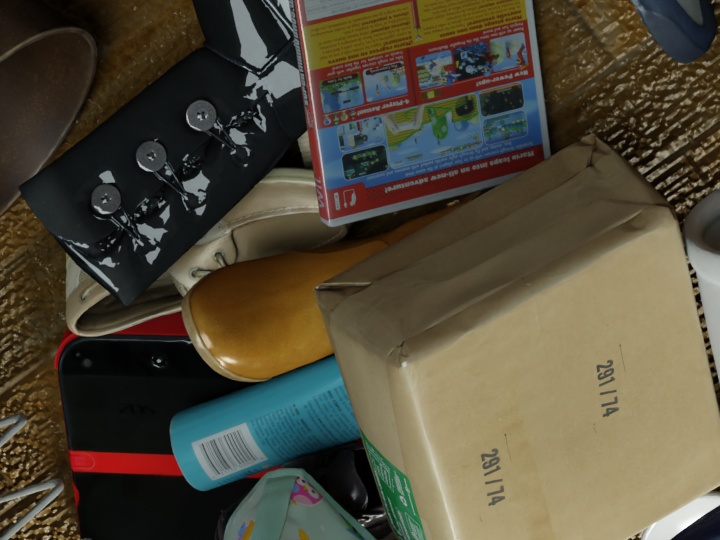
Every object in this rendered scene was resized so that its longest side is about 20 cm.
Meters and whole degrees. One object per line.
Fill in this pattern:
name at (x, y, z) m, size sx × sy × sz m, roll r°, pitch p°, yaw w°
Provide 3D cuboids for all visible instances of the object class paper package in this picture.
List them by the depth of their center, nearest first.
paper package at (0.093, 0.061, 1.596) m, size 0.190 × 0.103 × 0.201 m, roll -28°, pitch 128°, yaw -14°

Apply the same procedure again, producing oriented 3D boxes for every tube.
tube at (-0.017, 0.079, 1.705) m, size 0.199 × 0.051 × 0.077 m, roll -20°, pitch 141°, yaw 21°

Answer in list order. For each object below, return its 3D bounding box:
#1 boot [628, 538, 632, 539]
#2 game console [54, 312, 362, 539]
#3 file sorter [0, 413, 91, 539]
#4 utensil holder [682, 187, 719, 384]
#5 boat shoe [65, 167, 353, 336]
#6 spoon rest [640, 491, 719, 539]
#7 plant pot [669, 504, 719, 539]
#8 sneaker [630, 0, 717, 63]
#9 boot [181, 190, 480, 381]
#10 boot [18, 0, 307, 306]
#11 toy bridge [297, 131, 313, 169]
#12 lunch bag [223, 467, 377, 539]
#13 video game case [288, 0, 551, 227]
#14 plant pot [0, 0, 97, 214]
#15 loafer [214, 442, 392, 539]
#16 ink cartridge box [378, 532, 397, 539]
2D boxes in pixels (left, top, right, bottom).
boot at (0.088, 0.207, 1.687) m, size 0.073 × 0.200 × 0.076 m, roll 35°, pitch 133°, yaw 24°
game console at (-0.090, 0.111, 1.785) m, size 0.199 × 0.031 × 0.178 m, roll 1°, pitch 115°, yaw 16°
file sorter at (-0.277, 0.132, 1.782) m, size 0.138 × 0.125 × 0.201 m, roll -20°, pitch 103°, yaw 34°
utensil holder at (0.279, 0.053, 1.579) m, size 0.169 × 0.170 × 0.201 m, roll -8°, pitch 109°, yaw 19°
boat shoe at (-0.088, -0.006, 1.705) m, size 0.199 × 0.065 × 0.071 m, roll -17°, pitch 142°, yaw 28°
spoon rest at (0.261, 0.174, 1.687) m, size 0.199 × 0.061 × 0.100 m, roll -4°, pitch 109°, yaw 16°
plant pot at (0.286, 0.160, 1.408) m, size 0.200 × 0.180 × 0.200 m, roll -30°, pitch 98°, yaw 46°
sneaker at (0.169, -0.213, 1.563) m, size 0.082 × 0.070 × 0.201 m, roll -16°, pitch 106°, yaw 24°
boot at (0.001, 0.001, 1.626) m, size 0.144 × 0.201 × 0.071 m, roll -28°, pitch 81°, yaw 29°
boot at (-0.119, -0.103, 1.652) m, size 0.200 × 0.066 × 0.165 m, roll -43°, pitch 83°, yaw 8°
toy bridge at (-0.029, -0.090, 1.689) m, size 0.199 × 0.027 × 0.068 m, roll -11°, pitch 105°, yaw 19°
lunch bag at (-0.040, 0.233, 1.609) m, size 0.121 × 0.171 × 0.201 m, roll 2°, pitch 123°, yaw 10°
video game case at (0.031, -0.137, 1.617) m, size 0.142 × 0.017 × 0.201 m, roll -14°, pitch 109°, yaw -18°
plant pot at (-0.290, -0.130, 1.682) m, size 0.200 × 0.187 × 0.187 m, roll 41°, pitch 116°, yaw 14°
loafer at (0.008, 0.123, 1.696) m, size 0.199 × 0.072 × 0.063 m, roll -13°, pitch 140°, yaw -12°
ink cartridge box at (0.000, 0.247, 1.761) m, size 0.144 × 0.084 × 0.201 m, roll 1°, pitch 116°, yaw 12°
